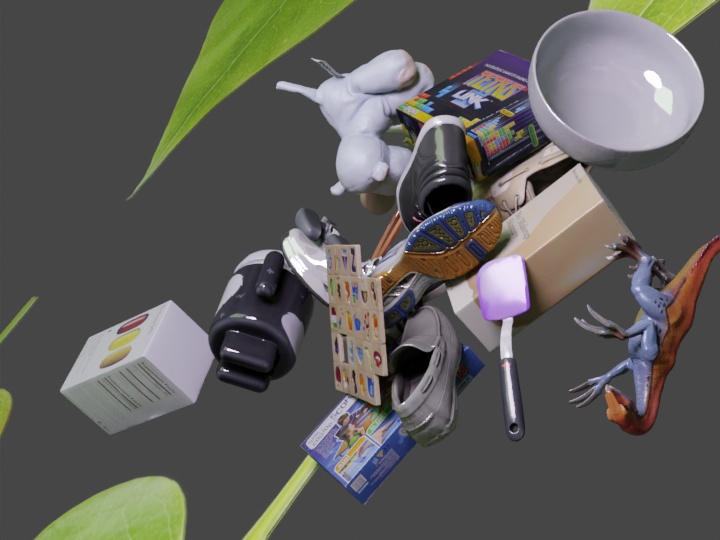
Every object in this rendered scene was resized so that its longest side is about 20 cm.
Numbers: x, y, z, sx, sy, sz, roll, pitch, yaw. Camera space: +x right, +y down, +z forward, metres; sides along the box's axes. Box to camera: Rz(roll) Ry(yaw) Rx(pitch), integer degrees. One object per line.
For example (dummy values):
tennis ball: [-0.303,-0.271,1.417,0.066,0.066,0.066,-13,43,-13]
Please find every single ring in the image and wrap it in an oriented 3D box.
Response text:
ring: [0.060,-0.074,1.651,0.202,0.019,0.200,-61,3,6]

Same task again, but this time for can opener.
can opener: [-0.047,-0.026,1.767,0.053,0.066,0.200,-63,27,13]

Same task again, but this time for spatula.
spatula: [0.149,0.079,1.295,0.056,0.021,0.202,-14,56,22]

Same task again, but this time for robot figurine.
robot figurine: [-0.131,0.063,1.683,0.149,0.125,0.201,-25,32,35]

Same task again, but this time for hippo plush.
hippo plush: [0.022,-0.185,1.672,0.158,0.199,0.163,-27,64,40]

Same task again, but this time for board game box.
board game box: [0.157,-0.194,1.562,0.164,0.057,0.200,-31,28,-11]
board game box: [0.032,0.151,1.413,0.200,0.034,0.135,-47,26,-8]

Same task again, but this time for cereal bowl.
cereal bowl: [0.278,-0.190,1.427,0.084,0.198,0.201,105,-168,-57]

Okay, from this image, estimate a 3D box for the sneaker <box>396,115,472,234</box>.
sneaker: [0.082,-0.075,1.464,0.201,0.070,0.100,103,169,-53]

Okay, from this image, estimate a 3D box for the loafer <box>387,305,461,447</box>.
loafer: [0.064,0.096,1.327,0.070,0.070,0.201,-35,26,20]

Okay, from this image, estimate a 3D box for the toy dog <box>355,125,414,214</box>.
toy dog: [0.046,-0.177,1.815,0.201,0.096,0.131,-53,27,-17]

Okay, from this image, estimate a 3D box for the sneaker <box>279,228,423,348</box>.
sneaker: [0.000,0.000,1.525,0.115,0.201,0.076,-46,-14,13]

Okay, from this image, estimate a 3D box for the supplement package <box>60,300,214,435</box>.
supplement package: [-0.321,0.143,1.863,0.199,0.110,0.114,-23,33,37]

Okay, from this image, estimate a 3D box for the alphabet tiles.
alphabet tiles: [-0.005,0.056,1.393,0.007,0.170,0.200,-5,2,-16]

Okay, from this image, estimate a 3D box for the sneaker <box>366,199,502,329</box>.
sneaker: [0.072,-0.022,1.406,0.199,0.075,0.088,-36,16,23]

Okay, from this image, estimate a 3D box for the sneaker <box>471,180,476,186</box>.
sneaker: [0.165,-0.127,1.601,0.200,0.075,0.081,-50,35,-11]

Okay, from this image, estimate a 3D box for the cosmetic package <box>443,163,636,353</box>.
cosmetic package: [0.190,-0.014,1.386,0.199,0.071,0.105,-39,25,12]

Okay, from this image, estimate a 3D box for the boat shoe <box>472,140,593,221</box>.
boat shoe: [0.189,-0.086,1.501,0.199,0.072,0.065,-36,25,4]

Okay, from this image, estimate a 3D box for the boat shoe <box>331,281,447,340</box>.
boat shoe: [0.033,0.021,1.577,0.199,0.063,0.073,-29,29,30]

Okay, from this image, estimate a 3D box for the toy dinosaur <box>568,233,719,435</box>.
toy dinosaur: [0.266,0.057,1.160,0.198,0.105,0.183,-21,53,18]
